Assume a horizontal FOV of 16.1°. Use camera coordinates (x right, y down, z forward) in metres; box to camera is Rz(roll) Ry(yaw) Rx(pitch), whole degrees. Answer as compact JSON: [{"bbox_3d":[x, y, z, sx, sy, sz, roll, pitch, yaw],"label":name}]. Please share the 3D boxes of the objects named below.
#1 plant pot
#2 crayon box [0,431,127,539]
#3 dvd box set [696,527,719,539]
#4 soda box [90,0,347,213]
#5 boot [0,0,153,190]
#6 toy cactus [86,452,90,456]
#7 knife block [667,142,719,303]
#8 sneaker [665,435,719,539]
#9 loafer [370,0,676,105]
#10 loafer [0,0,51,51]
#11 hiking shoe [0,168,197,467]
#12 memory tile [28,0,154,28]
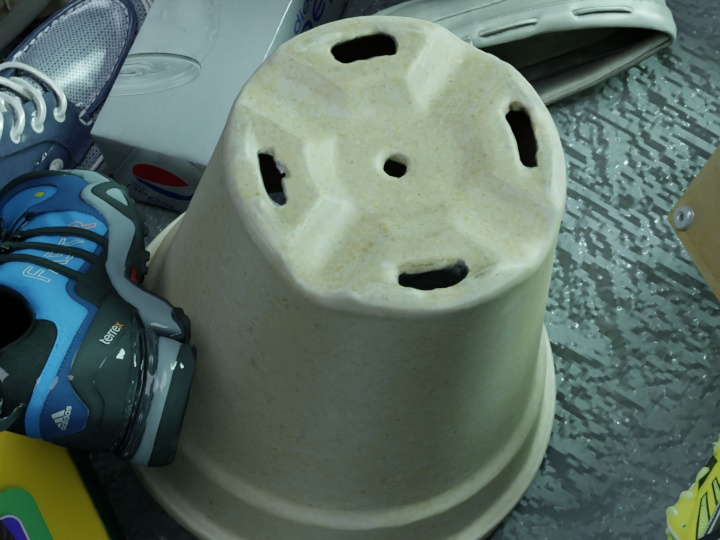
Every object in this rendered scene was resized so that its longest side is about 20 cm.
[{"bbox_3d":[0.000,0.000,1.037,0.200,0.184,0.201,4,60,-7],"label":"plant pot"},{"bbox_3d":[-0.181,0.168,1.046,0.199,0.058,0.173,-25,96,-2],"label":"crayon box"},{"bbox_3d":[0.222,0.169,0.981,0.146,0.029,0.201,-26,88,-3],"label":"dvd box set"},{"bbox_3d":[-0.053,-0.124,1.205,0.068,0.063,0.201,16,68,19],"label":"soda box"},{"bbox_3d":[-0.160,-0.064,1.178,0.073,0.090,0.200,24,73,18],"label":"boot"},{"bbox_3d":[-0.167,0.108,1.112,0.200,0.102,0.165,-43,83,-14],"label":"toy cactus"},{"bbox_3d":[0.222,-0.001,1.033,0.175,0.064,0.200,9,38,-34],"label":"knife block"},{"bbox_3d":[0.165,0.090,1.052,0.076,0.075,0.201,4,64,11],"label":"sneaker"},{"bbox_3d":[0.049,-0.090,1.166,0.199,0.070,0.070,-27,54,-4],"label":"loafer"},{"bbox_3d":[-0.230,-0.104,1.208,0.200,0.071,0.073,-49,45,-3],"label":"loafer"},{"bbox_3d":[-0.130,0.007,1.021,0.086,0.075,0.200,8,20,-25],"label":"hiking shoe"},{"bbox_3d":[-0.164,-0.211,1.296,0.153,0.017,0.201,-8,63,7],"label":"memory tile"}]
